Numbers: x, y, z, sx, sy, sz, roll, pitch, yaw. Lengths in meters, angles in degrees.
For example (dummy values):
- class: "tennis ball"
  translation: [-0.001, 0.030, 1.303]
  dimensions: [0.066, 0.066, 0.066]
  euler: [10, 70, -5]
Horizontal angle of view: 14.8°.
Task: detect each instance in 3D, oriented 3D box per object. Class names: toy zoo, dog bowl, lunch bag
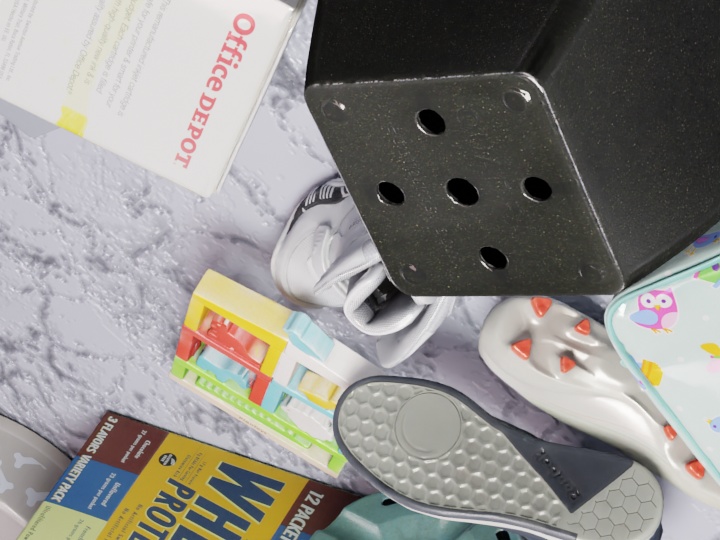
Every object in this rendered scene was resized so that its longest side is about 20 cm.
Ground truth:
- class: "toy zoo"
  translation: [-0.050, 0.061, 1.700]
  dimensions: [0.131, 0.021, 0.200]
  euler: [31, 158, 3]
- class: "dog bowl"
  translation: [-0.270, 0.187, 1.994]
  dimensions: [0.199, 0.059, 0.201]
  euler: [19, 138, 18]
- class: "lunch bag"
  translation: [0.230, 0.045, 1.482]
  dimensions: [0.160, 0.077, 0.200]
  euler: [-23, 115, 35]

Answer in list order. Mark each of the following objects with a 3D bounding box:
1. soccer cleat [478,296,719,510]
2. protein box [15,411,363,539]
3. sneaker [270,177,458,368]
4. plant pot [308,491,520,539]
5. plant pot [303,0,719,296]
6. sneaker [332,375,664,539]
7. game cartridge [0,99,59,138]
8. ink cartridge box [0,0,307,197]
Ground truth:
- class: "soccer cleat"
  translation: [0.158, 0.076, 1.594]
  dimensions: [0.199, 0.069, 0.078]
  euler: [32, 165, -4]
- class: "protein box"
  translation: [-0.108, 0.234, 1.871]
  dimensions: [0.199, 0.135, 0.199]
  euler: [17, 138, 19]
- class: "sneaker"
  translation: [0.000, 0.000, 1.574]
  dimensions: [0.075, 0.115, 0.200]
  euler: [47, 139, -16]
- class: "plant pot"
  translation: [0.048, 0.254, 1.748]
  dimensions: [0.199, 0.200, 0.197]
  euler: [9, 131, 26]
- class: "plant pot"
  translation: [0.085, -0.095, 1.371]
  dimensions: [0.199, 0.178, 0.201]
  euler: [-1, 129, 34]
- class: "sneaker"
  translation: [0.085, 0.129, 1.638]
  dimensions: [0.201, 0.077, 0.146]
  euler: [21, 170, 14]
- class: "game cartridge"
  translation: [-0.216, -0.171, 1.608]
  dimensions: [0.133, 0.041, 0.200]
  euler: [-18, 119, 40]
- class: "ink cartridge box"
  translation: [-0.135, -0.151, 1.502]
  dimensions: [0.199, 0.084, 0.145]
  euler: [27, 130, -1]
